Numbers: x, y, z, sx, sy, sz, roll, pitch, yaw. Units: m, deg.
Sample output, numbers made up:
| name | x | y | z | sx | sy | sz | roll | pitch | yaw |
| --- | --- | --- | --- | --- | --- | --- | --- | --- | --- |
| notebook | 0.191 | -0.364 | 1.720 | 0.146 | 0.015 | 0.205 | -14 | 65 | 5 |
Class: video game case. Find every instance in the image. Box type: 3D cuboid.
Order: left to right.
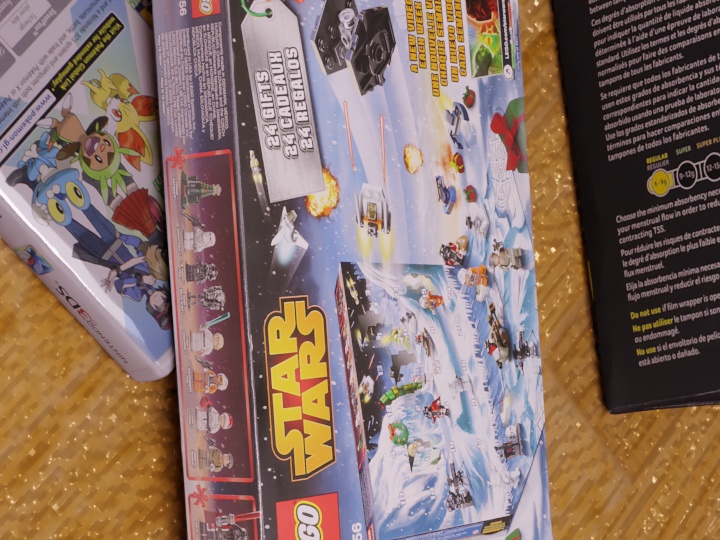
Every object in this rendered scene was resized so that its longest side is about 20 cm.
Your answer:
| name | x | y | z | sx | sy | sz | roll | pitch | yaw |
| --- | --- | --- | --- | --- | --- | --- | --- | --- | --- |
| video game case | -0.072 | -0.097 | 0.713 | 0.182 | 0.022 | 0.200 | 49 | 55 | -19 |

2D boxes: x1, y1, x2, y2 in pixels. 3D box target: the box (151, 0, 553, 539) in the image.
| name | x | y | z | sx | sy | sz | roll | pitch | yaw |
| --- | --- | --- | --- | --- | --- | --- | --- | --- | --- |
| box | 0.000 | 0.000 | 0.715 | 0.137 | 0.040 | 0.201 | -3 | 90 | -45 |

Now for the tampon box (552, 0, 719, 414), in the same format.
| name | x | y | z | sx | sy | sz | roll | pitch | yaw |
| --- | --- | --- | --- | --- | --- | --- | --- | --- | --- |
| tampon box | 0.172 | -0.055 | 0.825 | 0.149 | 0.126 | 0.201 | 0 | 80 | -38 |
